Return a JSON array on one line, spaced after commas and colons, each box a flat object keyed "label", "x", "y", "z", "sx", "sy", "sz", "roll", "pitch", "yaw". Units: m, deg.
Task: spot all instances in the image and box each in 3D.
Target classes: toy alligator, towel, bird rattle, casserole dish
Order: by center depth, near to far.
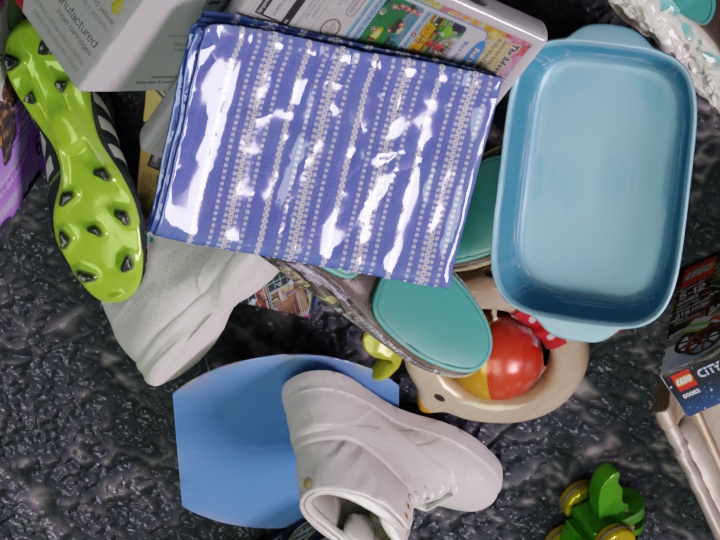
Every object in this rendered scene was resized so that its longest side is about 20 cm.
[{"label": "towel", "x": -0.022, "y": -0.071, "z": 1.540, "sx": 0.200, "sy": 0.024, "sz": 0.145, "roll": 10, "pitch": 105, "yaw": -15}, {"label": "casserole dish", "x": 0.149, "y": -0.056, "z": 1.589, "sx": 0.121, "sy": 0.039, "sz": 0.200, "roll": 8, "pitch": 98, "yaw": 14}, {"label": "bird rattle", "x": 0.098, "y": 0.034, "z": 1.726, "sx": 0.200, "sy": 0.113, "sz": 0.163, "roll": -5, "pitch": 130, "yaw": 2}, {"label": "toy alligator", "x": 0.166, "y": 0.216, "z": 1.817, "sx": 0.054, "sy": 0.059, "sz": 0.200, "roll": -5, "pitch": 127, "yaw": -31}]

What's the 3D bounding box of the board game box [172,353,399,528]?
[{"label": "board game box", "x": -0.053, "y": 0.110, "z": 1.802, "sx": 0.158, "sy": 0.039, "sz": 0.200, "roll": -4, "pitch": 139, "yaw": -3}]

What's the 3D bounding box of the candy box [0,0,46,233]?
[{"label": "candy box", "x": -0.277, "y": -0.124, "z": 1.664, "sx": 0.071, "sy": 0.168, "sz": 0.200, "roll": 0, "pitch": 119, "yaw": 13}]

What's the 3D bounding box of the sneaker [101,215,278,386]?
[{"label": "sneaker", "x": -0.106, "y": -0.015, "z": 1.708, "sx": 0.200, "sy": 0.075, "sz": 0.089, "roll": -46, "pitch": 75, "yaw": 24}]

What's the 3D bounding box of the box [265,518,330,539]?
[{"label": "box", "x": -0.029, "y": 0.288, "z": 1.897, "sx": 0.200, "sy": 0.050, "sz": 0.199, "roll": -32, "pitch": 111, "yaw": 27}]

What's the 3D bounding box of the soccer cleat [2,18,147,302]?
[{"label": "soccer cleat", "x": -0.184, "y": -0.078, "z": 1.703, "sx": 0.067, "sy": 0.081, "sz": 0.200, "roll": -14, "pitch": 100, "yaw": 17}]

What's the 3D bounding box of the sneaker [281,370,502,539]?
[{"label": "sneaker", "x": 0.025, "y": 0.157, "z": 1.742, "sx": 0.200, "sy": 0.116, "sz": 0.074, "roll": 27, "pitch": 133, "yaw": -37}]

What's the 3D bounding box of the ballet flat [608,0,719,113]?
[{"label": "ballet flat", "x": 0.211, "y": -0.154, "z": 1.593, "sx": 0.072, "sy": 0.072, "sz": 0.200, "roll": -35, "pitch": 113, "yaw": 28}]

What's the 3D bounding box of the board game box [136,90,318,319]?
[{"label": "board game box", "x": -0.083, "y": -0.072, "z": 1.724, "sx": 0.135, "sy": 0.035, "sz": 0.200, "roll": 13, "pitch": 121, "yaw": 7}]

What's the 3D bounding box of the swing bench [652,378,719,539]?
[{"label": "swing bench", "x": 0.326, "y": 0.123, "z": 1.683, "sx": 0.200, "sy": 0.130, "sz": 0.199, "roll": -14, "pitch": 115, "yaw": 26}]

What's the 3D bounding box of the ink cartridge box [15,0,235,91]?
[{"label": "ink cartridge box", "x": -0.110, "y": -0.229, "z": 1.551, "sx": 0.200, "sy": 0.145, "sz": 0.145, "roll": -49, "pitch": 65, "yaw": 30}]

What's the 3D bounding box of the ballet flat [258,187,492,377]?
[{"label": "ballet flat", "x": 0.000, "y": 0.000, "z": 1.624, "sx": 0.200, "sy": 0.072, "sz": 0.072, "roll": 37, "pitch": 121, "yaw": -23}]

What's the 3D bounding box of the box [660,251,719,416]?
[{"label": "box", "x": 0.293, "y": 0.008, "z": 1.617, "sx": 0.200, "sy": 0.137, "sz": 0.038, "roll": -26, "pitch": 112, "yaw": 25}]

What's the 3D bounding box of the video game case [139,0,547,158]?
[{"label": "video game case", "x": -0.012, "y": -0.115, "z": 1.573, "sx": 0.182, "sy": 0.024, "sz": 0.200, "roll": 21, "pitch": 129, "yaw": -24}]

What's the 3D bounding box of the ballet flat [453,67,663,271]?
[{"label": "ballet flat", "x": 0.121, "y": -0.064, "z": 1.649, "sx": 0.200, "sy": 0.071, "sz": 0.071, "roll": -38, "pitch": 105, "yaw": 16}]
